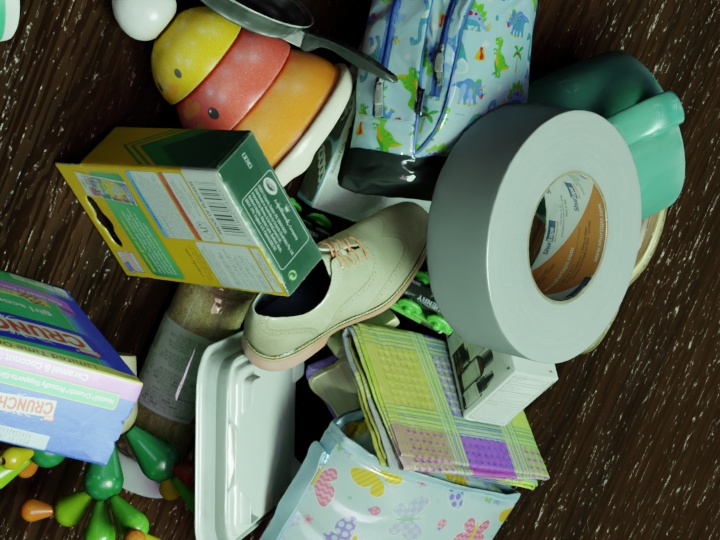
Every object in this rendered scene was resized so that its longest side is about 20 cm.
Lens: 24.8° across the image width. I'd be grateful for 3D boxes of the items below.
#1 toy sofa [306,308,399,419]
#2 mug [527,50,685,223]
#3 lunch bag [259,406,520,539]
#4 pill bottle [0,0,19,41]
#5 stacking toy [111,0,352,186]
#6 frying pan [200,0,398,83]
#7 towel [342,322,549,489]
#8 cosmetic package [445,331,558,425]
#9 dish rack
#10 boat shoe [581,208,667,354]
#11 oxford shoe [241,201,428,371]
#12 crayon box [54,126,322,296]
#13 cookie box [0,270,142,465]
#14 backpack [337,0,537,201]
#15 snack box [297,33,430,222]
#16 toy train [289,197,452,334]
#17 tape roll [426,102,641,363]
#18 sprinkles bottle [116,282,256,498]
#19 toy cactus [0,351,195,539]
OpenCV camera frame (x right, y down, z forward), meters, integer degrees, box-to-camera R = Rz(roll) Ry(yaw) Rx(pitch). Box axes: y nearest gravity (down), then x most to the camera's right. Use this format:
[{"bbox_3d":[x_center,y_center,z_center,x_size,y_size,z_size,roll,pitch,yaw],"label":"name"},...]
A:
[{"bbox_3d":[0.015,0.121,1.499,0.097,0.083,0.201,-32,122,-6],"label":"toy sofa"},{"bbox_3d":[0.199,-0.115,1.445,0.114,0.152,0.186,-22,145,-17],"label":"mug"},{"bbox_3d":[0.008,0.215,1.419,0.199,0.127,0.170,16,108,-39],"label":"lunch bag"},{"bbox_3d":[-0.351,-0.204,1.157,0.199,0.113,0.114,-13,116,-22],"label":"pill bottle"},{"bbox_3d":[-0.119,-0.159,1.310,0.200,0.146,0.146,39,90,-15],"label":"stacking toy"},{"bbox_3d":[-0.058,-0.199,1.294,0.189,0.115,0.031,28,111,-9],"label":"frying pan"},{"bbox_3d":[0.071,0.117,1.405,0.199,0.144,0.023,13,137,-43],"label":"towel"},{"bbox_3d":[0.110,0.026,1.434,0.050,0.201,0.083,13,139,-31],"label":"cosmetic package"},{"bbox_3d":[-0.088,0.138,1.382,0.043,0.200,0.173,4,97,15],"label":"dish rack"},{"bbox_3d":[0.226,-0.017,1.557,0.067,0.072,0.201,18,104,-34],"label":"boat shoe"},{"bbox_3d":[-0.012,0.002,1.329,0.200,0.071,0.074,-42,158,-24],"label":"oxford shoe"},{"bbox_3d":[-0.138,-0.050,1.301,0.052,0.199,0.126,-51,128,-31],"label":"crayon box"},{"bbox_3d":[-0.281,0.059,1.249,0.170,0.200,0.076,19,101,-32],"label":"cookie box"},{"bbox_3d":[0.068,-0.164,1.330,0.163,0.153,0.202,6,80,-49],"label":"backpack"},{"bbox_3d":[0.036,-0.135,1.430,0.116,0.037,0.201,18,101,-31],"label":"snack box"},{"bbox_3d":[0.000,0.000,1.409,0.199,0.056,0.042,29,67,-2],"label":"toy train"},{"bbox_3d":[0.141,-0.031,1.307,0.200,0.066,0.202,-14,110,-44],"label":"tape roll"},{"bbox_3d":[-0.156,0.093,1.407,0.068,0.068,0.201,18,101,-32],"label":"sprinkles bottle"},{"bbox_3d":[-0.214,0.150,1.341,0.199,0.102,0.166,7,92,3],"label":"toy cactus"}]
